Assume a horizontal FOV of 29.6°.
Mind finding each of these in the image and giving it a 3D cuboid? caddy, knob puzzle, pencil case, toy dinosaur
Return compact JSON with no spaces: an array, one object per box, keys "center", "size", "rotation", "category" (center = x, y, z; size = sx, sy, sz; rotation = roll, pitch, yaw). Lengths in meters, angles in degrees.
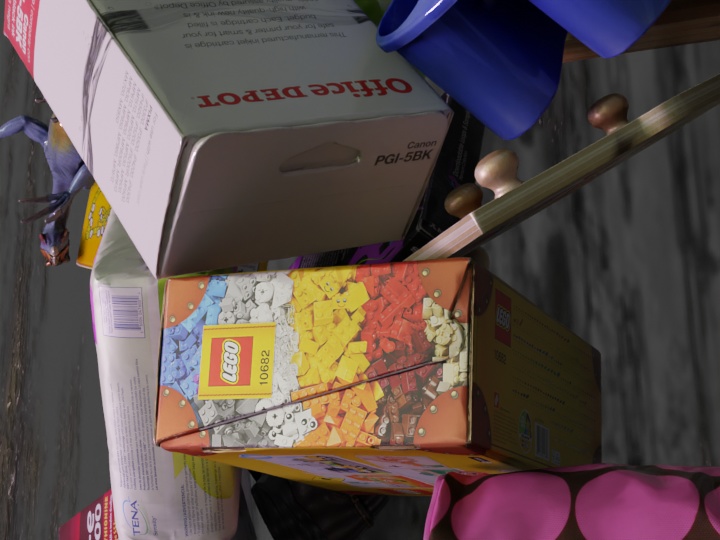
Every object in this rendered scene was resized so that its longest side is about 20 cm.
[{"center":[0.078,-0.158,0.631],"size":[0.141,0.105,0.201],"rotation":[-38,18,39],"category":"caddy"},{"center":[0.094,-0.052,0.636],"size":[0.219,0.219,0.031],"rotation":[-34,86,45],"category":"knob puzzle"},{"center":[0.121,0.117,0.534],"size":[0.198,0.094,0.092],"rotation":[-7,115,21],"category":"pencil case"},{"center":[-0.196,-0.082,0.976],"size":[0.182,0.198,0.106],"rotation":[91,155,-61],"category":"toy dinosaur"}]

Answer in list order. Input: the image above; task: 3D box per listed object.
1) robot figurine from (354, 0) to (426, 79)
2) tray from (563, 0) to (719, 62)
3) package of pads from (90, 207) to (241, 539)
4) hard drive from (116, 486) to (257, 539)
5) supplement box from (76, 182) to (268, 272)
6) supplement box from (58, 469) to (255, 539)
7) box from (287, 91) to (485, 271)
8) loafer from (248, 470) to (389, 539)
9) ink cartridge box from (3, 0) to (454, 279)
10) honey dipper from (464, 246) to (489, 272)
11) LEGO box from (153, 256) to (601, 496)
[{"center":[-0.022,-0.126,0.855],"size":[0.201,0.115,0.175],"rotation":[-60,-3,-5],"category":"robot figurine"},{"center":[0.165,-0.167,0.693],"size":[0.199,0.037,0.100],"rotation":[3,82,56],"category":"tray"},{"center":[-0.101,0.041,0.743],"size":[0.200,0.067,0.157],"rotation":[-100,7,-70],"category":"package of pads"},{"center":[-0.093,0.187,0.782],"size":[0.026,0.200,0.134],"rotation":[-13,100,11],"category":"hard drive"},{"center":[-0.125,-0.088,1.013],"size":[0.109,0.108,0.203],"rotation":[8,86,57],"category":"supplement box"},{"center":[-0.153,0.210,0.999],"size":[0.200,0.060,0.110],"rotation":[-38,50,43],"category":"supplement box"},{"center":[0.000,0.000,0.825],"size":[0.200,0.036,0.144],"rotation":[-48,17,37],"category":"box"},{"center":[-0.038,0.118,0.876],"size":[0.072,0.073,0.200],"rotation":[-32,35,-3],"category":"loafer"},{"center":[-0.071,-0.097,0.667],"size":[0.201,0.145,0.083],"rotation":[54,138,35],"category":"ink cartridge box"},{"center":[0.060,0.082,0.766],"size":[0.038,0.038,0.203],"rotation":[-21,59,50],"category":"honey dipper"},{"center":[0.019,0.059,0.646],"size":[0.147,0.200,0.078],"rotation":[-3,75,24],"category":"LEGO box"}]
